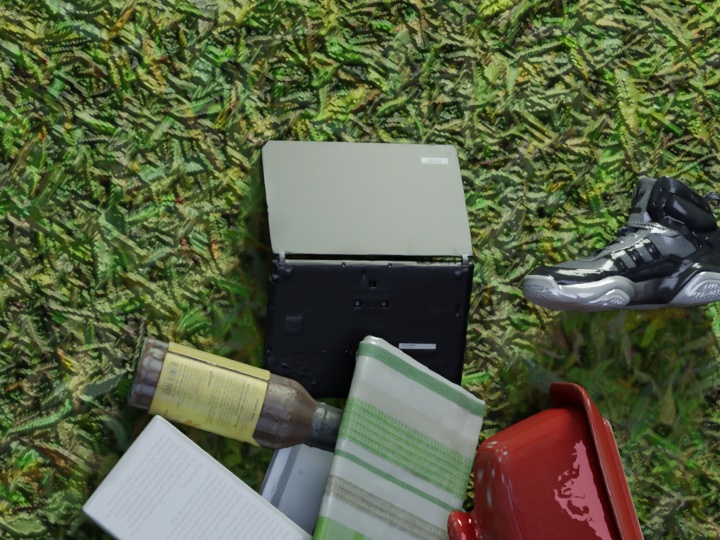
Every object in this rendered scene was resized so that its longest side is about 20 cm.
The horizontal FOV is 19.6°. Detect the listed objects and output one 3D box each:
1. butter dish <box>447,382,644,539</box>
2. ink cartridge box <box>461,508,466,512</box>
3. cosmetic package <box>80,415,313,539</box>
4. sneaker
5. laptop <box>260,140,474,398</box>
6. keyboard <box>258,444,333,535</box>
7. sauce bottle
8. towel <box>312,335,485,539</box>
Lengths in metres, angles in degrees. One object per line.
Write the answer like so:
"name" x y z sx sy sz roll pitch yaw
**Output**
"butter dish" 0.144 0.202 1.723 0.148 0.200 0.200 -15 88 -2
"ink cartridge box" 0.051 0.308 1.761 0.146 0.048 0.200 46 62 -6
"cosmetic package" -0.121 0.220 1.709 0.200 0.071 0.101 39 79 -1
"sneaker" 0.231 -0.023 1.818 0.200 0.075 0.114 -2 85 -19
"laptop" 0.000 0.000 1.795 0.177 0.103 0.200 1 110 -12
"keyboard" -0.070 0.224 1.761 0.056 0.011 0.200 24 81 -14
"sauce bottle" -0.092 0.112 1.731 0.200 0.065 0.065 18 81 -6
"towel" 0.028 0.173 1.726 0.149 0.031 0.200 32 63 -34
